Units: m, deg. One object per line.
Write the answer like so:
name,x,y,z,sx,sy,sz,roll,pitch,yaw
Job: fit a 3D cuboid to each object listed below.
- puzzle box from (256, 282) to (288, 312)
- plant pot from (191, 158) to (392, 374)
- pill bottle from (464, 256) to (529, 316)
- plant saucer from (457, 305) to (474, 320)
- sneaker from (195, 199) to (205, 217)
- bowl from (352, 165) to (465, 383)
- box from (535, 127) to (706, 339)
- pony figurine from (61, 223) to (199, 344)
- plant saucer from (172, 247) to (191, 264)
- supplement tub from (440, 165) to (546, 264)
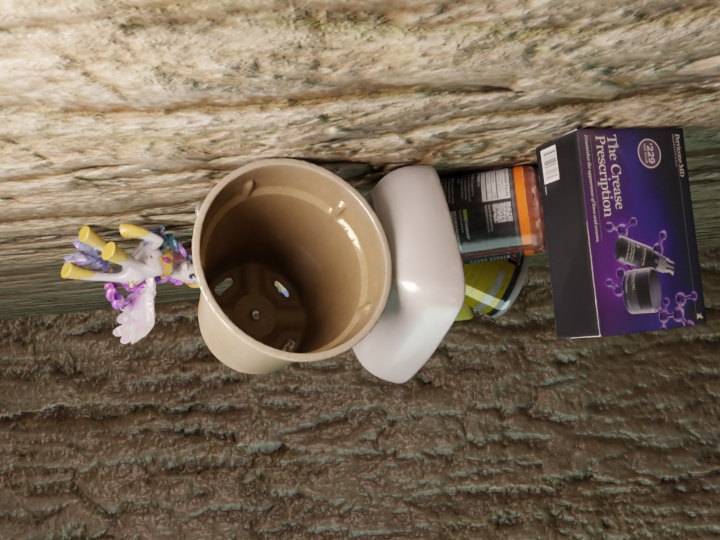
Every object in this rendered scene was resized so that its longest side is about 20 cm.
puzzle box,-0.113,-0.009,1.114,0.025,0.137,0.199,5,170,-27
plant pot,-0.091,0.019,0.762,0.195,0.206,0.184,-3,160,-24
pill bottle,0.126,-0.024,1.016,0.196,0.114,0.112,24,172,-6
plant saucer,0.130,0.011,1.533,0.194,0.204,0.048,-5,148,-7
sneaker,-0.096,-0.063,0.841,0.194,0.077,0.116,-5,173,-1
bowl,0.031,0.003,0.818,0.073,0.204,0.202,5,142,-19
box,0.270,-0.038,0.759,0.137,0.206,0.079,-4,176,-22
pony figurine,-0.324,0.003,1.061,0.190,0.171,0.198,-17,155,33
plant saucer,-0.247,-0.014,1.348,0.194,0.052,0.201,-6,175,0
supplement tub,0.161,-0.066,0.886,0.194,0.110,0.107,-7,176,14
